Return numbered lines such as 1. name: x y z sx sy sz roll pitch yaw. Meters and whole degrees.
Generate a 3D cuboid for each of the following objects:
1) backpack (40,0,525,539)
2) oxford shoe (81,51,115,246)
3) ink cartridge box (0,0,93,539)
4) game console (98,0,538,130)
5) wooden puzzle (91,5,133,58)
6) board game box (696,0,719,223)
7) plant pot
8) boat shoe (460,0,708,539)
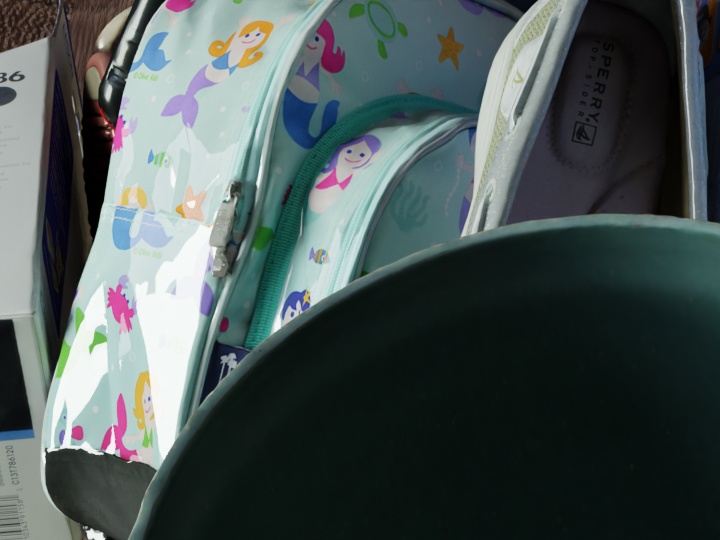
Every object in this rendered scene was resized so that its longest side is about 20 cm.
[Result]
1. backpack: 0.000 0.000 0.944 0.150 0.177 0.201 1 80 43
2. oxford shoe: -0.048 0.012 1.042 0.070 0.075 0.201 -156 49 -73
3. ink cartridge box: -0.118 -0.002 1.012 0.200 0.039 0.100 -92 -4 -56
4. game console: 0.014 -0.124 1.005 0.031 0.177 0.201 37 109 42
5. wooden puzzle: -0.028 -0.026 1.145 0.185 0.046 0.201 -42 -59 -63
6. board game box: 0.110 -0.020 0.818 0.200 0.036 0.152 141 138 -72
7. plant pot: 0.057 0.106 0.650 0.134 0.200 0.201 74 -167 -49
8. boat shoe: 0.060 0.000 0.778 0.065 0.074 0.203 114 169 -59
